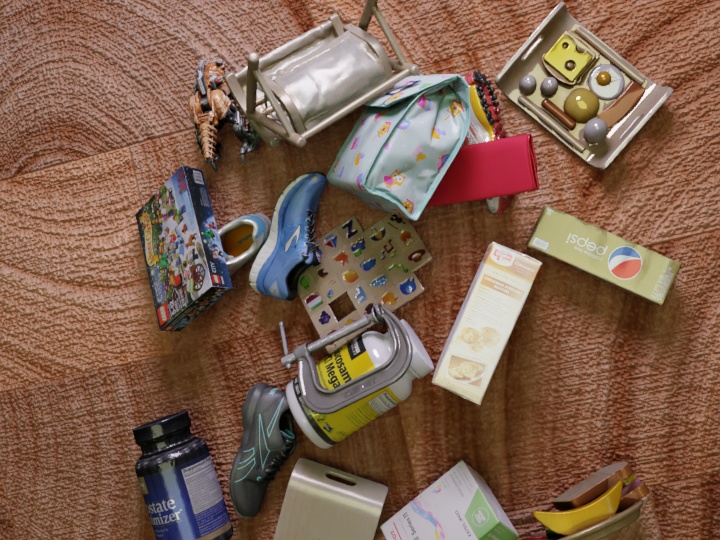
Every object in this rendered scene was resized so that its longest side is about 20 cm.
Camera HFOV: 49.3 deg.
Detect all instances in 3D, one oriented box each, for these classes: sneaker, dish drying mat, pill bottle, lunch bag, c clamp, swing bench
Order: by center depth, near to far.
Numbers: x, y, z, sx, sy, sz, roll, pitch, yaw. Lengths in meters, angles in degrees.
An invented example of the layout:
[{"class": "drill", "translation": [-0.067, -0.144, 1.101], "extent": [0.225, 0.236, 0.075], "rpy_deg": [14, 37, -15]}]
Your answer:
[{"class": "swing bench", "translation": [-0.059, -0.268, 1.078], "extent": [0.198, 0.200, 0.130], "rpy_deg": [-33, 105, -12]}, {"class": "lunch bag", "translation": [0.057, -0.185, 1.085], "extent": [0.121, 0.170, 0.201], "rpy_deg": [28, 91, -22]}, {"class": "c clamp", "translation": [-0.025, 0.107, 1.086], "extent": [0.199, 0.027, 0.172], "rpy_deg": [-23, 53, 17]}, {"class": "dish drying mat", "translation": [0.158, -0.137, 1.095], "extent": [0.199, 0.018, 0.077], "rpy_deg": [-4, 101, 46]}, {"class": "pill bottle", "translation": [0.001, 0.159, 1.131], "extent": [0.199, 0.112, 0.113], "rpy_deg": [-34, 86, 7]}, {"class": "sneaker", "translation": [0.170, -0.179, 1.132], "extent": [0.082, 0.078, 0.202], "rpy_deg": [-16, 92, 35]}, {"class": "sneaker", "translation": [-0.087, -0.048, 1.155], "extent": [0.089, 0.078, 0.201], "rpy_deg": [25, 100, 20]}, {"class": "sneaker", "translation": [-0.143, 0.272, 1.167], "extent": [0.079, 0.075, 0.202], "rpy_deg": [9, 92, 20]}, {"class": "pill bottle", "translation": [-0.270, 0.319, 1.175], "extent": [0.111, 0.112, 0.202], "rpy_deg": [-19, 87, 8]}, {"class": "sneaker", "translation": [-0.221, -0.016, 1.180], "extent": [0.200, 0.081, 0.077], "rpy_deg": [-41, 86, 8]}]

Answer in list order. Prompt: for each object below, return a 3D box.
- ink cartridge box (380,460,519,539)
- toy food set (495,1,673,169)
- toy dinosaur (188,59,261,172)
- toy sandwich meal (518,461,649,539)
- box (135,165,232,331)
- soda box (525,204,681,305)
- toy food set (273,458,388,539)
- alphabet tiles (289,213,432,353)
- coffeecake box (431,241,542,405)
[{"class": "ink cartridge box", "translation": [0.108, 0.382, 1.111], "extent": [0.200, 0.067, 0.117], "rpy_deg": [-42, 40, 7]}, {"class": "toy food set", "translation": [0.310, -0.258, 1.099], "extent": [0.200, 0.060, 0.144], "rpy_deg": [41, 96, 6]}, {"class": "toy dinosaur", "translation": [-0.217, -0.224, 1.146], "extent": [0.101, 0.136, 0.201], "rpy_deg": [3, 49, 23]}, {"class": "toy sandwich meal", "translation": [0.292, 0.324, 1.058], "extent": [0.204, 0.205, 0.071], "rpy_deg": [-25, 73, 8]}, {"class": "box", "translation": [-0.262, -0.031, 1.146], "extent": [0.136, 0.038, 0.201], "rpy_deg": [-36, 61, 34]}, {"class": "soda box", "translation": [0.336, -0.021, 1.100], "extent": [0.199, 0.068, 0.064], "rpy_deg": [26, 94, 8]}, {"class": "toy food set", "translation": [-0.052, 0.396, 1.175], "extent": [0.142, 0.060, 0.202], "rpy_deg": [16, 101, 7]}, {"class": "alphabet tiles", "translation": [0.000, 0.000, 1.151], "extent": [0.199, 0.008, 0.168], "rpy_deg": [-34, 62, 8]}, {"class": "coffeecake box", "translation": [0.172, 0.067, 1.083], "extent": [0.073, 0.153, 0.201], "rpy_deg": [23, 94, 7]}]
